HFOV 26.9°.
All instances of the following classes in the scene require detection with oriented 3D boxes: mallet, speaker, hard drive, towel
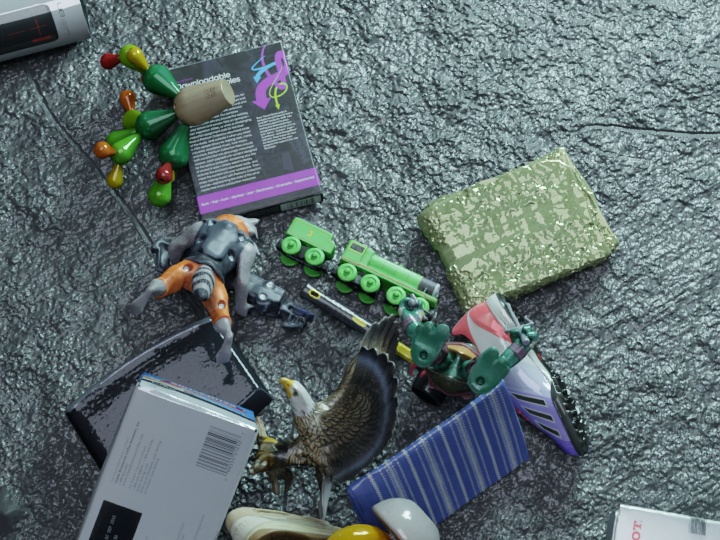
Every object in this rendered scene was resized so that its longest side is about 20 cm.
[{"bbox_3d":[0.027,0.065,1.665,0.200,0.041,0.066,39,74,9],"label":"mallet"},{"bbox_3d":[-0.419,-0.287,1.763,0.200,0.081,0.081,-15,73,-5],"label":"speaker"},{"bbox_3d":[-0.211,0.144,1.642,0.200,0.042,0.135,-33,75,-10],"label":"hard drive"},{"bbox_3d":[0.082,0.210,1.576,0.200,0.145,0.024,-34,48,-10],"label":"towel"},{"bbox_3d":[0.179,-0.043,1.707,0.200,0.036,0.148,-23,74,-8],"label":"towel"}]

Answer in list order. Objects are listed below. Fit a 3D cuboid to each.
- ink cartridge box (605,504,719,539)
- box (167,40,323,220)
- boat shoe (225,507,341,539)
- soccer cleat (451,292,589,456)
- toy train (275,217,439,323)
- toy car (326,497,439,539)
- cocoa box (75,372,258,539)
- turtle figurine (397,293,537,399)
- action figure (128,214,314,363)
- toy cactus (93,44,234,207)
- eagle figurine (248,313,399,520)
[{"bbox_3d":[0.349,0.335,1.559,0.200,0.084,0.146,11,72,4],"label":"ink cartridge box"},{"bbox_3d":[-0.135,-0.158,1.744,0.143,0.036,0.200,-14,74,-3],"label":"box"},{"bbox_3d":[-0.055,0.283,1.544,0.065,0.200,0.072,40,103,46],"label":"boat shoe"},{"bbox_3d":[0.177,0.124,1.643,0.073,0.068,0.200,-33,82,13],"label":"soccer cleat"},{"bbox_3d":[0.000,0.000,1.693,0.200,0.042,0.056,25,63,8],"label":"toy train"},{"bbox_3d":[0.037,0.342,1.495,0.175,0.200,0.150,-43,40,-8],"label":"toy car"},{"bbox_3d":[-0.200,0.222,1.536,0.133,0.131,0.200,21,90,-5],"label":"cocoa box"},{"bbox_3d":[0.107,0.083,1.558,0.150,0.200,0.101,7,93,7],"label":"turtle figurine"},{"bbox_3d":[-0.141,0.010,1.640,0.200,0.105,0.194,20,41,-2],"label":"action figure"},{"bbox_3d":[-0.225,-0.179,1.698,0.165,0.102,0.200,-20,64,19],"label":"toy cactus"},{"bbox_3d":[-0.025,0.152,1.563,0.200,0.151,0.152,-31,59,9],"label":"eagle figurine"}]
